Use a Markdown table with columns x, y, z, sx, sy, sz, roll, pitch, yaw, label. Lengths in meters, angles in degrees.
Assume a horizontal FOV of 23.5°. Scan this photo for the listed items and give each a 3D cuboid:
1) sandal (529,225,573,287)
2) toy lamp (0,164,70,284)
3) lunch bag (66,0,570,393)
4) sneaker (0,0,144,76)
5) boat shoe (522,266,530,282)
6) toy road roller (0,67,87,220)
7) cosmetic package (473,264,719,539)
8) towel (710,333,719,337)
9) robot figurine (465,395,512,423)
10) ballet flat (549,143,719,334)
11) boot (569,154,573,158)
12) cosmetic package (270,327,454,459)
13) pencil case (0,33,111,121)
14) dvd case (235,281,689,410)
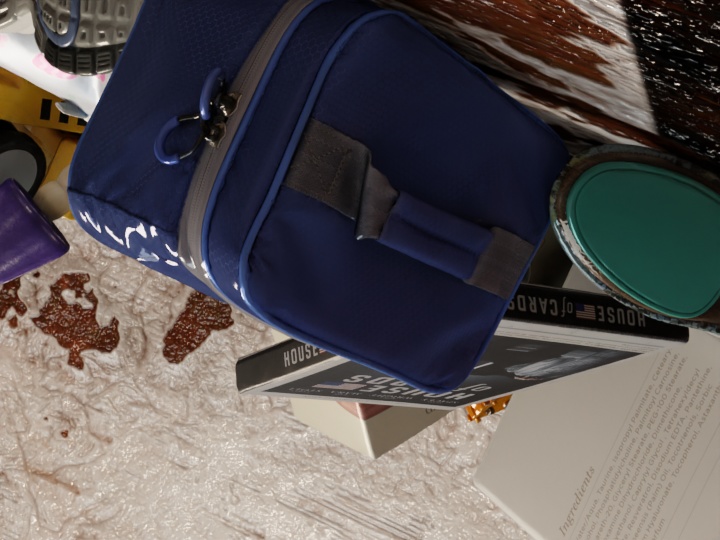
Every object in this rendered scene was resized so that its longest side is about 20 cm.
| x | y | z | sx | sy | sz | roll | pitch | yaw | label |
| --- | --- | --- | --- | --- | --- | --- | --- | --- | --- |
| 0.136 | -0.004 | 1.086 | 0.200 | 0.080 | 0.054 | 18 | -161 | -51 | sandal |
| -0.148 | -0.067 | 1.023 | 0.058 | 0.200 | 0.058 | 50 | 179 | 1 | toy lamp |
| -0.011 | -0.039 | 0.710 | 0.132 | 0.136 | 0.200 | 23 | 179 | 37 | lunch bag |
| -0.120 | -0.134 | 0.828 | 0.087 | 0.075 | 0.200 | 5 | -166 | -31 | sneaker |
| 0.052 | -0.002 | 0.914 | 0.068 | 0.072 | 0.200 | 7 | 168 | 30 | boat shoe |
| -0.190 | -0.119 | 1.092 | 0.123 | 0.146 | 0.200 | 42 | -157 | 33 | toy road roller |
| 0.208 | 0.113 | 1.016 | 0.167 | 0.167 | 0.200 | 15 | -166 | -37 | cosmetic package |
| 0.232 | 0.022 | 0.978 | 0.200 | 0.032 | 0.191 | 24 | -167 | -1 | towel |
| 0.133 | 0.026 | 1.186 | 0.200 | 0.058 | 0.145 | -20 | -112 | -33 | robot figurine |
| 0.161 | -0.007 | 0.784 | 0.200 | 0.074 | 0.074 | 27 | 179 | -22 | ballet flat |
| 0.057 | -0.050 | 0.892 | 0.188 | 0.069 | 0.200 | 23 | 180 | -34 | boot |
| 0.000 | 0.000 | 1.059 | 0.087 | 0.103 | 0.200 | 25 | 138 | 47 | cosmetic package |
| -0.202 | -0.151 | 0.965 | 0.200 | 0.091 | 0.083 | 25 | -136 | 0 | pencil case |
| 0.048 | 0.042 | 0.911 | 0.150 | 0.025 | 0.200 | 7 | 161 | -34 | dvd case |
